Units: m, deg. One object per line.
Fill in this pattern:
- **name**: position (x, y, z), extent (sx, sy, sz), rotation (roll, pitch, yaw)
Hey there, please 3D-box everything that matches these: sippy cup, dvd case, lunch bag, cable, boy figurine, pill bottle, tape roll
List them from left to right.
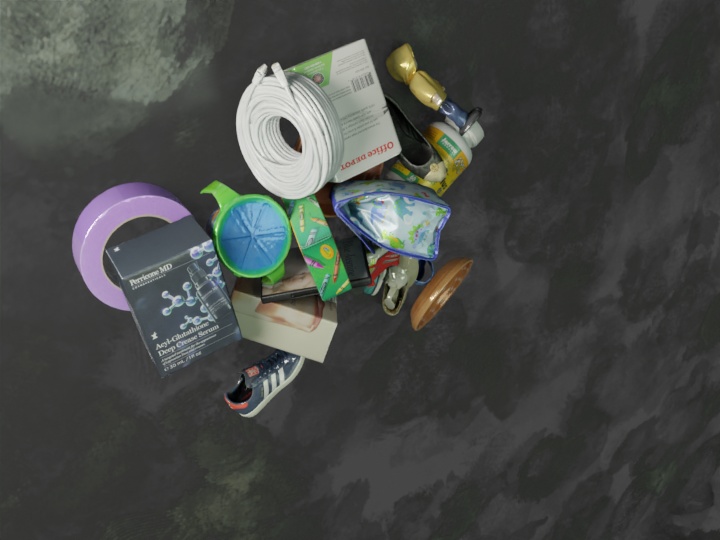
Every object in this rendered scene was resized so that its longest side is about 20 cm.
- **tape roll**: position (-0.363, -0.038, 1.132), extent (0.198, 0.066, 0.203), rotation (-18, 125, -28)
- **sippy cup**: position (-0.202, -0.062, 1.178), extent (0.138, 0.130, 0.181), rotation (-3, 97, -28)
- **cable**: position (-0.118, -0.220, 1.126), extent (0.201, 0.199, 0.069), rotation (53, 46, -3)
- **dvd case**: position (-0.084, -0.004, 1.252), extent (0.196, 0.144, 0.018), rotation (-10, 125, -2)
- **lunch bag**: position (0.043, -0.103, 1.229), extent (0.197, 0.170, 0.129), rotation (16, 103, -10)
- **boy figurine**: position (0.134, -0.338, 1.283), extent (0.200, 0.124, 0.065), rotation (42, 114, -3)
- **pill bottle**: position (0.150, -0.220, 1.368), extent (0.200, 0.113, 0.113), rotation (-47, 132, -4)

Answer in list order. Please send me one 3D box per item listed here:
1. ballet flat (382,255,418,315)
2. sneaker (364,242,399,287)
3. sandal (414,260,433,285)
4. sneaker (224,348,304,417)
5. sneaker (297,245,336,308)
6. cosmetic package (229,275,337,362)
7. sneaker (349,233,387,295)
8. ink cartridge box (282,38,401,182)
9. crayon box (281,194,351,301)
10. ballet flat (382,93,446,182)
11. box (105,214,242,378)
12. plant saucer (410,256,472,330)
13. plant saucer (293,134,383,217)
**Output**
- **ballet flat**: position (0.077, 0.026, 1.439), extent (0.069, 0.070, 0.201), rotation (-25, 149, -22)
- **sneaker**: position (0.000, 0.000, 1.320), extent (0.198, 0.077, 0.086), rotation (-26, 124, -22)
- **sandal**: position (0.107, -0.044, 1.454), extent (0.079, 0.087, 0.201), rotation (-36, 129, -11)
- **sneaker**: position (-0.192, 0.204, 1.382), extent (0.201, 0.075, 0.084), rotation (-51, 137, -1)
- **sneaker**: position (-0.088, 0.032, 1.377), extent (0.086, 0.076, 0.204), rotation (-39, 128, -64)
- **cosmetic package**: position (-0.148, 0.084, 1.275), extent (0.197, 0.104, 0.088), rotation (19, 107, -12)
- **sneaker**: position (0.012, -0.045, 1.408), extent (0.078, 0.078, 0.203), rotation (-6, 115, -11)
- **ink cartridge box**: position (-0.033, -0.271, 1.189), extent (0.144, 0.084, 0.203), rotation (-27, 109, -21)
- **crayon box**: position (-0.080, -0.058, 1.197), extent (0.057, 0.201, 0.120), rotation (-22, 129, -2)
- **ballet flat**: position (0.086, -0.242, 1.281), extent (0.066, 0.057, 0.200), rotation (-43, 95, -5)
- **box**: position (-0.295, 0.041, 1.110), extent (0.147, 0.107, 0.203), rotation (-26, 127, -21)
- **plant saucer**: position (0.174, 0.046, 1.531), extent (0.200, 0.037, 0.201), rotation (-46, 166, -15)
- **plant saucer**: position (-0.045, -0.200, 1.293), extent (0.198, 0.032, 0.203), rotation (-17, 123, -28)
